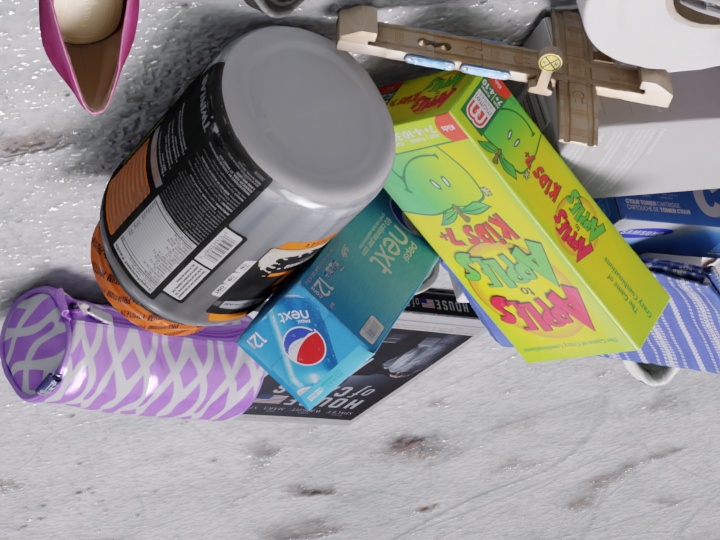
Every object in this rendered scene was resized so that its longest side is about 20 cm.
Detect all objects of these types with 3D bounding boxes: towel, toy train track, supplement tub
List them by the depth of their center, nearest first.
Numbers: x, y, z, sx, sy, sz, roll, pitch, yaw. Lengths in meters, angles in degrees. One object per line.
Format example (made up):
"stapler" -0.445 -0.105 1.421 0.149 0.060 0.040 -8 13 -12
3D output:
"toy train track" 0.086 -0.129 1.449 0.199 0.115 0.033 9 135 -8
"supplement tub" -0.076 -0.046 1.490 0.122 0.123 0.200 2 153 -33
"towel" 0.160 0.028 1.690 0.199 0.024 0.145 8 153 28

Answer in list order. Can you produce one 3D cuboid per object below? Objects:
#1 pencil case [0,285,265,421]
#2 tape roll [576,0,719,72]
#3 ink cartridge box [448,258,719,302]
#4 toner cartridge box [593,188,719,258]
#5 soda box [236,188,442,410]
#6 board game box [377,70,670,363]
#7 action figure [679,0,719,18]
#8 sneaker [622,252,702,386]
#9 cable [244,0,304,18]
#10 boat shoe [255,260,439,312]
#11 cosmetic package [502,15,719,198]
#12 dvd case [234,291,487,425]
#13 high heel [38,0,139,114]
"pencil case" -0.155 0.056 1.742 0.200 0.084 0.086 9 125 -46
"tape roll" 0.210 -0.190 1.394 0.202 0.071 0.203 -13 157 -5
"ink cartridge box" 0.170 -0.025 1.778 0.199 0.051 0.109 -2 154 -29
"toner cartridge box" 0.223 -0.059 1.671 0.199 0.095 0.043 3 151 -36
"soda box" 0.000 0.000 1.561 0.068 0.064 0.200 -43 -175 34
"board game box" 0.090 -0.032 1.534 0.101 0.048 0.200 -10 127 50
"action figure" 0.223 -0.196 1.255 0.130 0.069 0.201 0 113 -2
"sneaker" 0.211 0.023 1.755 0.073 0.071 0.200 -16 158 3
"cable" -0.059 -0.165 1.280 0.050 0.097 0.200 23 165 24
"boat shoe" -0.045 -0.004 1.671 0.199 0.075 0.066 -2 159 -30
"cosmetic package" 0.195 -0.104 1.566 0.199 0.091 0.107 -7 157 -23
"dvd case" -0.012 0.067 1.916 0.150 0.025 0.200 6 149 -38
"high heel" -0.133 -0.161 1.225 0.067 0.096 0.200 -7 156 -17
